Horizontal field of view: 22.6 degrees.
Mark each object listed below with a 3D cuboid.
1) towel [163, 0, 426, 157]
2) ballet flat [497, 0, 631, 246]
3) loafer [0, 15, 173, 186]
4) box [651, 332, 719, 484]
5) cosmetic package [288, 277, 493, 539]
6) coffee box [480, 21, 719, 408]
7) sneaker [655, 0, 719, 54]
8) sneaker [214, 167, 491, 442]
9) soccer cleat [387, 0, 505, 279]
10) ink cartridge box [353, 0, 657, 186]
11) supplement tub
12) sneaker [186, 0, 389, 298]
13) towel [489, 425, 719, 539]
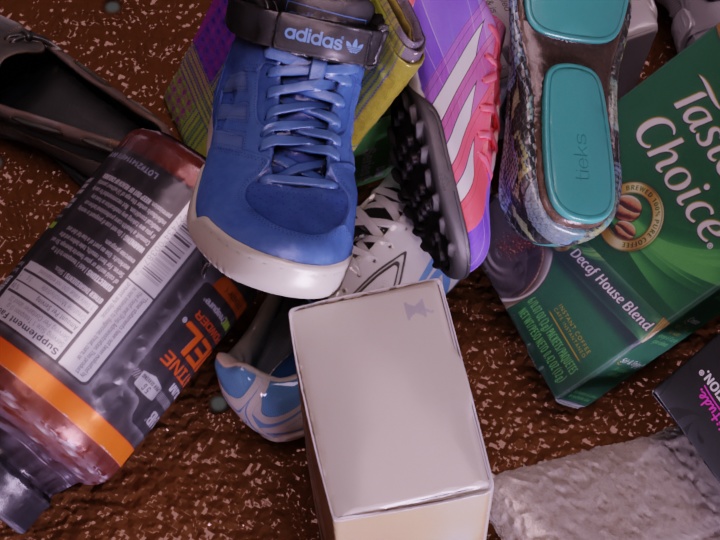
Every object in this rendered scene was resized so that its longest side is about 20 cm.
[{"bbox_3d":[-0.038,-0.106,0.957,0.023,0.200,0.144,-5,57,-37],"label":"towel"},{"bbox_3d":[0.101,-0.107,0.941,0.074,0.074,0.201,7,72,1],"label":"ballet flat"},{"bbox_3d":[-0.180,-0.103,1.012,0.200,0.063,0.072,30,65,12],"label":"loafer"},{"bbox_3d":[0.272,0.043,0.863,0.200,0.148,0.125,-44,66,25],"label":"box"},{"bbox_3d":[0.013,0.095,0.842,0.071,0.200,0.106,-11,63,-4],"label":"cosmetic package"},{"bbox_3d":[0.159,-0.033,0.946,0.200,0.044,0.123,-36,64,19],"label":"coffee box"},{"bbox_3d":[0.199,-0.109,1.021,0.115,0.075,0.200,-52,40,9],"label":"sneaker"},{"bbox_3d":[0.000,0.000,0.950,0.072,0.073,0.200,25,69,37],"label":"sneaker"},{"bbox_3d":[0.049,-0.094,0.933,0.073,0.068,0.201,-8,72,-14],"label":"soccer cleat"},{"bbox_3d":[0.049,-0.147,1.033,0.199,0.084,0.146,-18,67,-11],"label":"ink cartridge box"},{"bbox_3d":[-0.135,0.033,0.913,0.107,0.107,0.200,35,78,14],"label":"supplement tub"},{"bbox_3d":[-0.031,-0.075,0.829,0.076,0.112,0.200,13,26,-10],"label":"sneaker"},{"bbox_3d":[0.147,0.141,0.865,0.200,0.034,0.133,-5,56,-49],"label":"towel"}]
